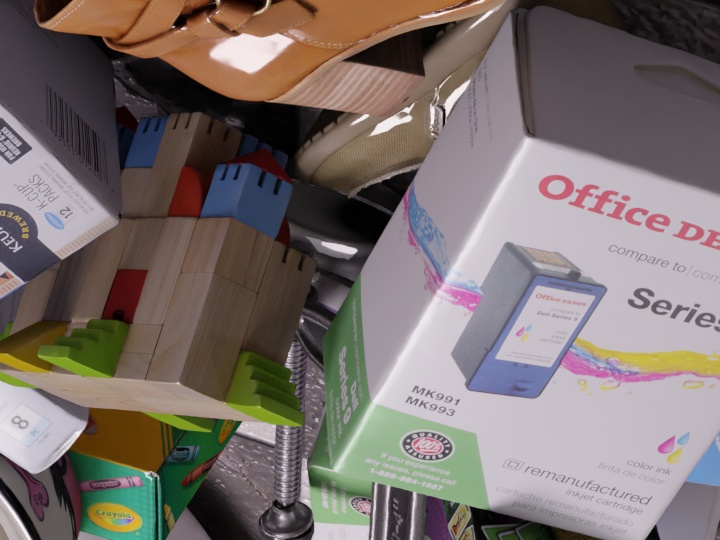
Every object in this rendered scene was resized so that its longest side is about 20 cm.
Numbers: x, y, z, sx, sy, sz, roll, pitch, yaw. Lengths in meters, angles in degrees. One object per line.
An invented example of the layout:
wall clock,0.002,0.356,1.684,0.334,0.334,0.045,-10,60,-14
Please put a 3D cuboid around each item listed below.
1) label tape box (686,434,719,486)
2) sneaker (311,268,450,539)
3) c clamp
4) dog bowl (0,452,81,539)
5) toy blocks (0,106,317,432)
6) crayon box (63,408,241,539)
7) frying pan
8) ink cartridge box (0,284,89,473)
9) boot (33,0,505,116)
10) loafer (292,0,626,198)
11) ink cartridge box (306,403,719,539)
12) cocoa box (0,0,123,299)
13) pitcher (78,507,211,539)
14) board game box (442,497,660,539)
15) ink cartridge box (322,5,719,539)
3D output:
label tape box,0.218,0.042,1.228,0.200,0.066,0.143,5,144,25
sneaker,0.024,0.090,1.292,0.200,0.114,0.073,38,-177,11
c clamp,-0.018,0.078,1.283,0.171,0.027,0.200,33,133,45
dog bowl,-0.231,0.120,1.411,0.200,0.074,0.200,13,130,16
toy blocks,-0.084,-0.008,1.234,0.100,0.137,0.200,26,165,-35
crayon box,-0.174,0.069,1.472,0.200,0.119,0.058,14,129,15
frying pan,0.010,-0.003,1.331,0.190,0.031,0.115,32,152,-32
ink cartridge box,-0.219,-0.008,1.357,0.200,0.160,0.047,36,115,-21
boot,-0.021,-0.134,1.028,0.155,0.074,0.200,12,135,-25
loafer,0.039,-0.074,1.156,0.067,0.076,0.200,38,147,-12
ink cartridge box,0.082,0.115,1.396,0.200,0.084,0.146,14,154,9
cocoa box,-0.217,-0.086,1.214,0.131,0.133,0.200,-32,125,16
pitcher,-0.151,0.184,1.671,0.200,0.121,0.172,32,166,-36
board game box,0.076,0.072,1.229,0.105,0.200,0.023,19,128,-28
ink cartridge box,0.088,0.007,1.116,0.145,0.088,0.200,16,129,-17
